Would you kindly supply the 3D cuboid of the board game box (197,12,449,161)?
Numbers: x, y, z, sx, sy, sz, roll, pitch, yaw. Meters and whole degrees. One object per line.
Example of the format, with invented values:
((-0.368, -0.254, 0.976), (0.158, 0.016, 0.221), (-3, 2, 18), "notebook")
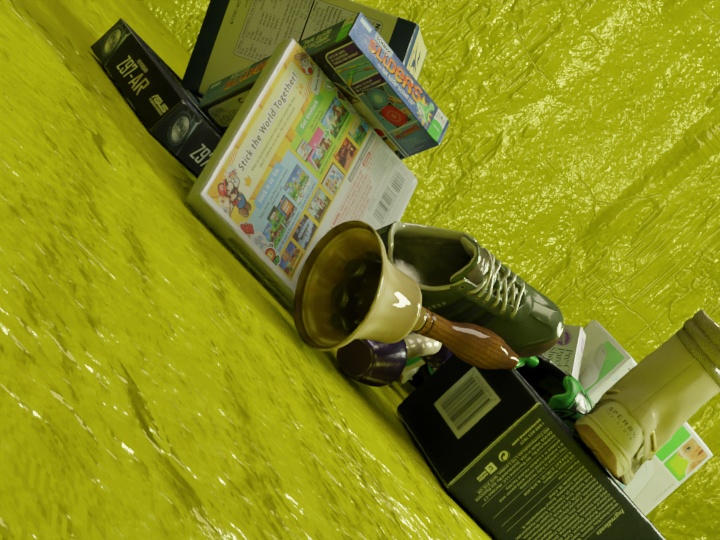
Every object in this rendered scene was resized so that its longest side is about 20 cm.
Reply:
((-0.036, -0.143, 1.435), (0.135, 0.199, 0.035), (48, 46, -26), "board game box")

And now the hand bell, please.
((0.055, 0.042, 1.257), (0.199, 0.104, 0.104), (23, 18, -36), "hand bell")

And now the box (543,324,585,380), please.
((0.186, 0.153, 1.561), (0.041, 0.202, 0.039), (9, -12, 18), "box")

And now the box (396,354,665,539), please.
((0.147, 0.177, 1.372), (0.200, 0.107, 0.149), (46, 3, -26), "box")

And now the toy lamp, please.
((0.036, 0.067, 1.360), (0.058, 0.058, 0.200), (49, 20, 14), "toy lamp")

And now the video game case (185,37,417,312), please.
((-0.044, -0.068, 1.334), (0.023, 0.201, 0.182), (-18, -55, 43), "video game case")

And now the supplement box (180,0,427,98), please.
((-0.050, -0.204, 1.585), (0.198, 0.135, 0.200), (20, 2, 5), "supplement box")

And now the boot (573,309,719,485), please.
((0.261, 0.108, 1.364), (0.073, 0.155, 0.200), (48, 3, 15), "boot")

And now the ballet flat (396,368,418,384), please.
((0.040, 0.057, 1.629), (0.072, 0.072, 0.200), (47, 3, -23), "ballet flat")

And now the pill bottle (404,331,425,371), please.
((0.000, 0.000, 1.469), (0.200, 0.113, 0.113), (46, 3, -42), "pill bottle")

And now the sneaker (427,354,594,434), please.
((0.144, 0.098, 1.517), (0.199, 0.078, 0.085), (21, -30, 37), "sneaker")

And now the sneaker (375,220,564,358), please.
((0.089, 0.013, 1.307), (0.199, 0.068, 0.090), (19, -29, -11), "sneaker")

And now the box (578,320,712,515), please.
((0.236, 0.187, 1.661), (0.177, 0.200, 0.097), (47, 3, -31), "box")

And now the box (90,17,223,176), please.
((-0.164, -0.138, 1.542), (0.200, 0.043, 0.160), (45, 5, -47), "box")

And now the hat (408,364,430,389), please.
((0.097, 0.099, 1.753), (0.200, 0.080, 0.202), (20, 65, -51), "hat")
